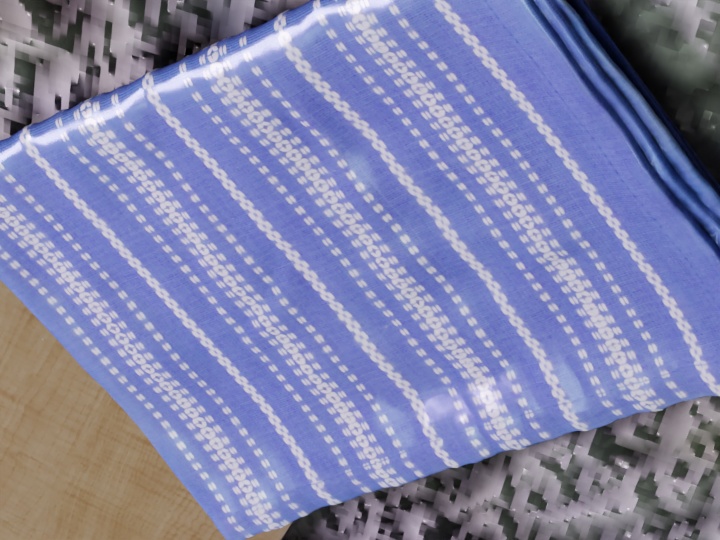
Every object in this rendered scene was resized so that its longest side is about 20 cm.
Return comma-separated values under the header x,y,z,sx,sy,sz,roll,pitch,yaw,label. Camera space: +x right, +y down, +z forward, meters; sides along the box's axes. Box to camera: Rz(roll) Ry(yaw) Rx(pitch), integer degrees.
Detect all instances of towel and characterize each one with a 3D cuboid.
x,y,z,sx,sy,sz,roll,pitch,yaw,label
0.000,0.000,0.671,0.200,0.024,0.145,-20,122,34,towel

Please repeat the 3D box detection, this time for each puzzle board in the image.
x,y,z,sx,sy,sz,roll,pitch,yaw,label
-0.101,0.063,0.810,0.150,0.017,0.200,25,141,-5,puzzle board
